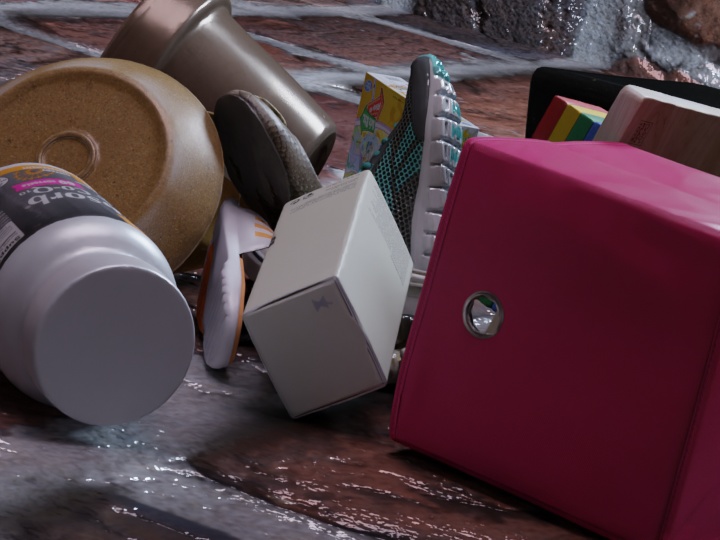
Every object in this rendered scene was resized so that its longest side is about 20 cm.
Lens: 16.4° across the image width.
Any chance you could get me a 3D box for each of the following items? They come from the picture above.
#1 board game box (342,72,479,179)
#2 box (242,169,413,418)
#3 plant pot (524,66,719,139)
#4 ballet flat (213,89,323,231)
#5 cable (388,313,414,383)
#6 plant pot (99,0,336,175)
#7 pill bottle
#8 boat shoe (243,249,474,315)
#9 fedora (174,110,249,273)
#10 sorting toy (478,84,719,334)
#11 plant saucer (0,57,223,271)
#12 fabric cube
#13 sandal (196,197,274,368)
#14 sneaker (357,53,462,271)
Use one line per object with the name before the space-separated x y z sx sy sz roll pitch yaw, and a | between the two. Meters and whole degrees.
board game box | 0.035 -0.077 2.049 0.034 0.135 0.200 8 12 -20
box | -0.018 0.012 1.593 0.068 0.082 0.200 -21 16 14
plant pot | 0.251 -0.046 1.896 0.199 0.200 0.177 2 4 -44
ballet flat | -0.036 -0.041 1.718 0.046 0.200 0.067 -39 16 -31
cable | 0.053 0.063 1.705 0.097 0.050 0.200 4 -9 40
plant pot | -0.120 -0.113 2.005 0.174 0.200 0.200 33 15 6
pill bottle | -0.172 0.014 1.458 0.116 0.117 0.200 7 13 -26
boat shoe | 0.000 0.000 1.812 0.200 0.070 0.071 22 15 36
fedora | -0.153 -0.049 1.771 0.200 0.082 0.201 1 -24 0
sorting toy | 0.164 -0.039 1.726 0.070 0.200 0.199 35 15 28
plant saucer | -0.192 -0.066 1.654 0.200 0.200 0.035 17 -25 17
fabric cube | 0.168 0.042 1.502 0.199 0.197 0.200 23 15 33
sandal | -0.073 0.018 1.662 0.059 0.079 0.207 12 20 -9
sneaker | 0.027 -0.069 1.899 0.091 0.200 0.078 2 -14 13
